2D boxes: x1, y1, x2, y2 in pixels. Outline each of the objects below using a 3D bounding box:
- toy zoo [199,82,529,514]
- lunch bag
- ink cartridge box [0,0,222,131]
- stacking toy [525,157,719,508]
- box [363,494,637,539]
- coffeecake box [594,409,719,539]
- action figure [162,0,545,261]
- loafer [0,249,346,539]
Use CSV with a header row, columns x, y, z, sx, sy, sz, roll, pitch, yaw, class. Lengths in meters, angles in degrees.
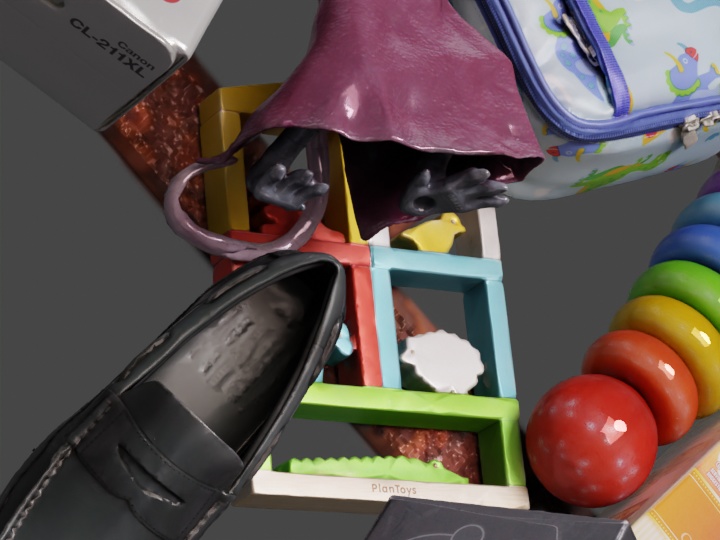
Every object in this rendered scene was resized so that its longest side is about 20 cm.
x,y,z,sx,sy,sz,roll,pitch,yaw,class
0.000,0.000,1.186,0.130,0.020,0.201,5,68,-31,toy zoo
0.085,-0.134,1.247,0.160,0.082,0.201,-12,70,-35,lunch bag
-0.103,-0.180,1.155,0.145,0.083,0.201,37,56,-15,ink cartridge box
0.138,0.025,1.224,0.086,0.085,0.200,50,54,-5,stacking toy
0.059,0.194,1.040,0.122,0.105,0.201,-55,135,-36,box
0.180,0.135,1.212,0.200,0.073,0.154,-38,93,-37,coffeecake box
0.011,-0.109,1.148,0.133,0.149,0.201,19,56,-34,action figure
-0.075,0.066,1.069,0.068,0.070,0.201,42,64,-1,loafer
